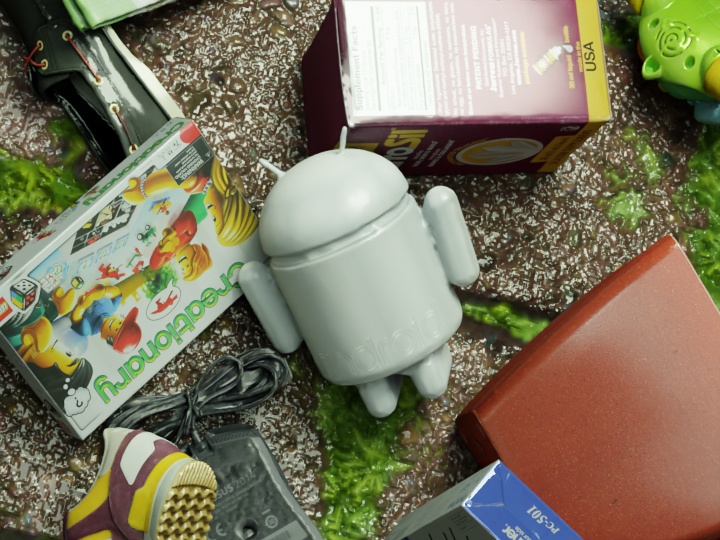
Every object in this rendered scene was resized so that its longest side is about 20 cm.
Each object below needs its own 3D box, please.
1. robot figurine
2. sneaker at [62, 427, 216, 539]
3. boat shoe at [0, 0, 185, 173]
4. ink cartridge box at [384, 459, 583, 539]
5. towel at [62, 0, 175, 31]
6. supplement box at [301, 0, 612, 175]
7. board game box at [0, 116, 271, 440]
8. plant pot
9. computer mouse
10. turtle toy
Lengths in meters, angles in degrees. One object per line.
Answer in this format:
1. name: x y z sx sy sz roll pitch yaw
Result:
1. robot figurine: 0.000 0.000 1.332 0.168 0.113 0.201 -23 105 11
2. sneaker: -0.166 0.207 1.282 0.090 0.075 0.202 24 96 32
3. boat shoe: -0.208 -0.152 1.355 0.063 0.074 0.202 -41 93 -27
4. ink cartridge box: 0.079 0.195 1.275 0.094 0.200 0.044 43 66 0
5. towel: -0.165 -0.258 1.377 0.199 0.031 0.150 -29 82 -42
6. supplement box: 0.067 -0.136 1.389 0.198 0.131 0.104 -2 77 -13
7. board game box: -0.162 0.004 1.324 0.200 0.035 0.127 -43 117 -19
8. plant pot: 0.177 0.116 1.334 0.175 0.200 0.201 -30 85 -6
9. computer mouse: -0.081 0.166 1.325 0.137 0.053 0.201 -23 74 -8
10. turtle toy: 0.299 -0.186 1.470 0.199 0.102 0.146 -26 58 -17
